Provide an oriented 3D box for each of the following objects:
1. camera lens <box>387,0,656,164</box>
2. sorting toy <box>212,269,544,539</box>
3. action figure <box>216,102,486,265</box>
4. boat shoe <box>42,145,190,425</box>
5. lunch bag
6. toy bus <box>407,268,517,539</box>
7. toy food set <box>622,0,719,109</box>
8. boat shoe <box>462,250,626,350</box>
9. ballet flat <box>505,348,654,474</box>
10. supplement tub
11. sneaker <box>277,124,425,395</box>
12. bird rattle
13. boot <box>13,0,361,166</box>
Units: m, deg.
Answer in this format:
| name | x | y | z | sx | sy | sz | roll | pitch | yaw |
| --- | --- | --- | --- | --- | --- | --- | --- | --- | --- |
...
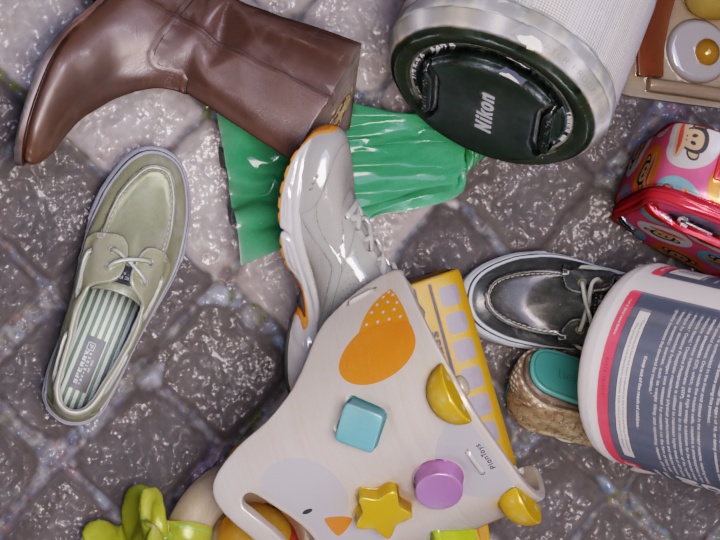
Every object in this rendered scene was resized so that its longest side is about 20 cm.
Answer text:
| name | x | y | z | sx | sy | sz | roll | pitch | yaw |
| --- | --- | --- | --- | --- | --- | --- | --- | --- | --- |
| camera lens | 0.119 | -0.187 | 1.255 | 0.159 | 0.160 | 0.201 | 30 | 64 | -12 |
| sorting toy | 0.007 | 0.137 | 1.195 | 0.179 | 0.107 | 0.200 | -31 | 120 | 9 |
| action figure | 0.001 | -0.075 | 1.301 | 0.198 | 0.055 | 0.119 | -8 | 89 | -11 |
| boat shoe | -0.161 | 0.011 | 1.252 | 0.071 | 0.062 | 0.202 | 18 | 83 | -14 |
| lunch bag | 0.290 | -0.038 | 1.306 | 0.199 | 0.176 | 0.082 | 22 | 81 | -4 |
| toy bus | 0.057 | 0.106 | 1.308 | 0.078 | 0.065 | 0.202 | -17 | 93 | -16 |
| toy food set | 0.285 | -0.195 | 1.374 | 0.198 | 0.060 | 0.145 | 7 | 87 | -14 |
| boat shoe | 0.170 | 0.023 | 1.335 | 0.198 | 0.071 | 0.073 | 3 | 88 | -15 |
| ballet flat | 0.195 | 0.112 | 1.347 | 0.199 | 0.065 | 0.071 | 23 | 51 | -10 |
| supplement tub | 0.257 | 0.080 | 1.215 | 0.140 | 0.199 | 0.142 | -21 | 118 | -47 |
| sneaker | 0.000 | 0.000 | 1.231 | 0.091 | 0.076 | 0.202 | 5 | 113 | 21 |
| bird rattle | -0.081 | 0.213 | 1.248 | 0.200 | 0.112 | 0.163 | 48 | 62 | -12 |
| boot | -0.113 | -0.112 | 1.244 | 0.199 | 0.064 | 0.187 | 28 | 80 | 1 |
